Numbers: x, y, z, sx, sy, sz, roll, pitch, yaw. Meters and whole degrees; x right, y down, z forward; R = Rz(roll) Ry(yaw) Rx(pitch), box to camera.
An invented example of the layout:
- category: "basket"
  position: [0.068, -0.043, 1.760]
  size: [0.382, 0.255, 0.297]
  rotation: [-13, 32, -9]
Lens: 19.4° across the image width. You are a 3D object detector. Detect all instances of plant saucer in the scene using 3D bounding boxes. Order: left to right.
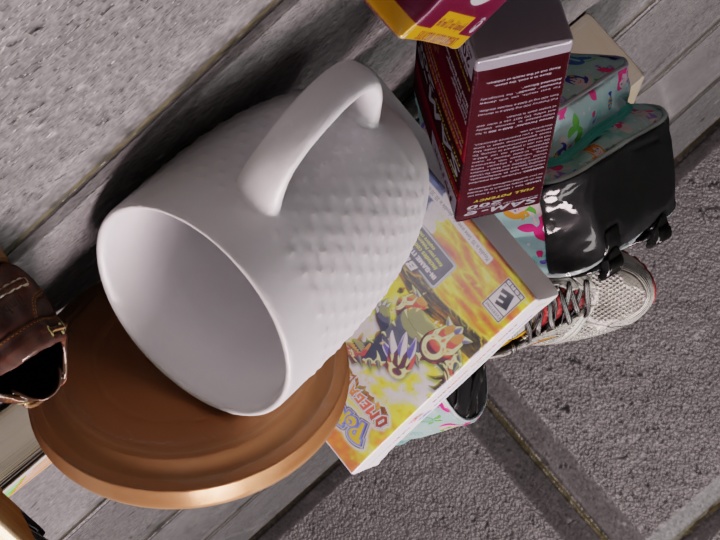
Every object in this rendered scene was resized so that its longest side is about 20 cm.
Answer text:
- category: "plant saucer"
  position: [-0.106, 0.060, 1.290]
  size: [0.200, 0.200, 0.032]
  rotation: [-36, 143, -30]

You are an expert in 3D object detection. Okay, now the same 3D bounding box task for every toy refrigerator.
- category: "toy refrigerator"
  position: [0.193, -0.153, 1.875]
  size: [0.070, 0.076, 0.200]
  rotation: [-40, 172, -6]

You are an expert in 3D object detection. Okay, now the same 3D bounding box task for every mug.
- category: "mug"
  position: [-0.039, -0.040, 1.224]
  size: [0.175, 0.147, 0.200]
  rotation: [-43, 164, -35]

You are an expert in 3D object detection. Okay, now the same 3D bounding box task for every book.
- category: "book"
  position: [-0.233, 0.120, 1.501]
  size: [0.200, 0.048, 0.134]
  rotation: [-39, 175, -25]

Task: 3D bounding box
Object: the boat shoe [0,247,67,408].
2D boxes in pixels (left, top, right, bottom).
- category: "boat shoe"
  position: [-0.198, 0.046, 1.187]
  size: [0.070, 0.070, 0.200]
  rotation: [-41, 173, -9]

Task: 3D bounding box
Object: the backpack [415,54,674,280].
- category: "backpack"
  position: [0.108, -0.077, 1.536]
  size: [0.199, 0.151, 0.177]
  rotation: [1, -159, 38]

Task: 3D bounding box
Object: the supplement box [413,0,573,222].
- category: "supplement box"
  position: [0.075, -0.124, 1.261]
  size: [0.061, 0.109, 0.200]
  rotation: [-13, 155, -6]

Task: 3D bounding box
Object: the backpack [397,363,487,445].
- category: "backpack"
  position: [0.024, 0.040, 1.696]
  size: [0.150, 0.201, 0.177]
  rotation: [-22, 178, 17]

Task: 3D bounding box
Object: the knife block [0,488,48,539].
- category: "knife block"
  position: [-0.236, 0.170, 1.277]
  size: [0.064, 0.176, 0.200]
  rotation: [-41, 171, -2]

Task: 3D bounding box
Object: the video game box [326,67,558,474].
- category: "video game box"
  position: [0.000, 0.000, 1.389]
  size: [0.182, 0.200, 0.047]
  rotation: [-46, 166, 25]

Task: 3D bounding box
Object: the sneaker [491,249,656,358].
- category: "sneaker"
  position: [0.122, 0.033, 1.564]
  size: [0.199, 0.078, 0.082]
  rotation: [-10, -160, -1]

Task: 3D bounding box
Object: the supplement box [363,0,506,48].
- category: "supplement box"
  position: [0.077, -0.211, 1.054]
  size: [0.200, 0.086, 0.110]
  rotation: [-44, 171, 15]
